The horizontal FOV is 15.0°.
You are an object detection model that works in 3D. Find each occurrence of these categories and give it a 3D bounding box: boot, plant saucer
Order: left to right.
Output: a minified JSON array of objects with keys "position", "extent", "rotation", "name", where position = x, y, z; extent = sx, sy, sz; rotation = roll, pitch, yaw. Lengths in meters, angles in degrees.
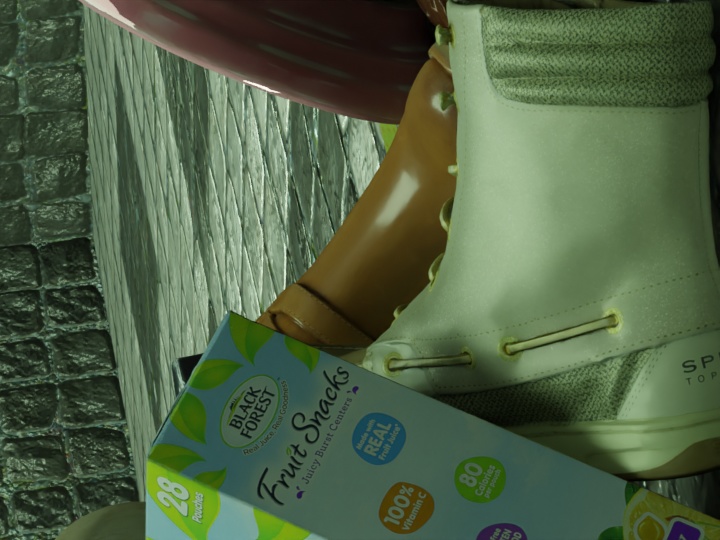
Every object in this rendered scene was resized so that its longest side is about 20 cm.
[{"position":[-0.049,-0.131,1.257],"extent":[0.201,0.200,0.051],"rotation":[-120,51,-67],"name":"plant saucer"},{"position":[0.000,0.000,1.058],"extent":[0.077,0.155,0.200],"rotation":[49,168,9],"name":"boot"},{"position":[0.041,-0.013,0.894],"extent":[0.199,0.072,0.156],"rotation":[0,100,44],"name":"boot"}]

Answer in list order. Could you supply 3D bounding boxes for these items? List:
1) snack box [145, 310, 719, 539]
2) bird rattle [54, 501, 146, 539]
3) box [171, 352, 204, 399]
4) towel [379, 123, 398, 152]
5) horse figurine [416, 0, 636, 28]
[{"position":[0.030,0.117,0.888],"extent":[0.169,0.199,0.068],"rotation":[96,-159,-56],"name":"snack box"},{"position":[-0.060,0.153,1.011],"extent":[0.163,0.112,0.201],"rotation":[44,-127,-39],"name":"bird rattle"},{"position":[-0.012,0.158,1.342],"extent":[0.200,0.123,0.199],"rotation":[90,166,-63],"name":"box"},{"position":[0.040,-0.002,1.271],"extent":[0.200,0.023,0.145],"rotation":[-137,40,-75],"name":"towel"},{"position":[0.055,-0.117,0.982],"extent":[0.133,0.050,0.200],"rotation":[66,162,-1],"name":"horse figurine"}]
